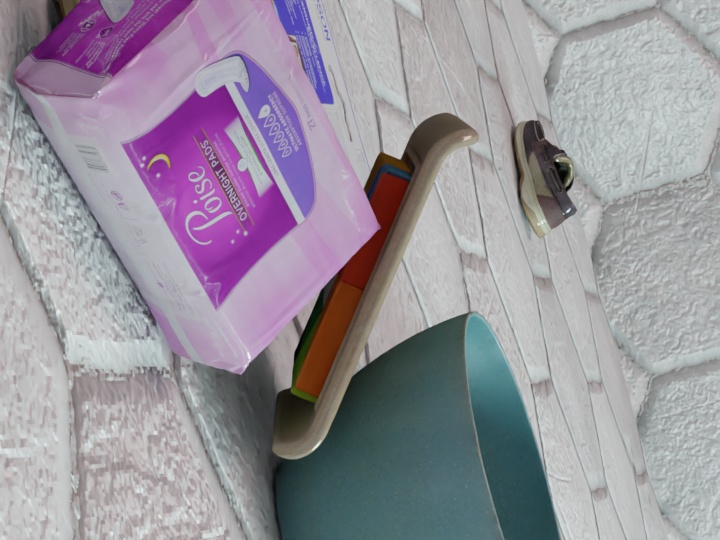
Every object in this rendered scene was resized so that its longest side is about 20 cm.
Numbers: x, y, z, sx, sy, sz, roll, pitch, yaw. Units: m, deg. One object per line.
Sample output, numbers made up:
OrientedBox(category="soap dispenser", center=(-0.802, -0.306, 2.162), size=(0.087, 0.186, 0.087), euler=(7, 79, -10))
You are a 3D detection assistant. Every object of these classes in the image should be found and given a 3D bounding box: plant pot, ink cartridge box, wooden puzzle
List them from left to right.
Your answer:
OrientedBox(category="ink cartridge box", center=(-0.044, -0.105, 1.485), size=(0.200, 0.043, 0.199), euler=(-17, 91, -76))
OrientedBox(category="wooden puzzle", center=(0.000, 0.000, 1.246), size=(0.200, 0.037, 0.185), euler=(-62, -176, 5))
OrientedBox(category="plant pot", center=(0.029, 0.138, 1.288), size=(0.200, 0.134, 0.201), euler=(-17, 90, -78))

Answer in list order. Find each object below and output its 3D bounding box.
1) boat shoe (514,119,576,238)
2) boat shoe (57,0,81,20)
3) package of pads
OrientedBox(category="boat shoe", center=(0.223, -0.114, 2.647), size=(0.200, 0.065, 0.072), euler=(-89, 158, -55))
OrientedBox(category="boat shoe", center=(-0.111, -0.154, 1.180), size=(0.200, 0.072, 0.072), euler=(-87, 158, -57))
OrientedBox(category="package of pads", center=(-0.077, -0.056, 1.096), size=(0.121, 0.076, 0.200), euler=(-48, 134, -23))
